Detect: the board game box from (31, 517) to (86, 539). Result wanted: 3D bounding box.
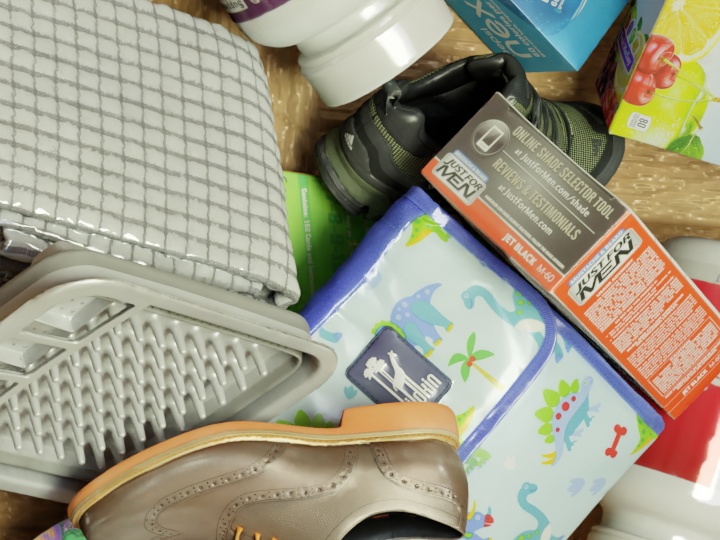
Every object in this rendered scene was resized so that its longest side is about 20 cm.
[{"bbox_3d":[-0.106,0.219,1.417,0.200,0.039,0.158,34,105,-8],"label":"board game box"}]

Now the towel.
[{"bbox_3d":[-0.136,-0.053,1.379,0.200,0.086,0.166,15,52,-31],"label":"towel"}]

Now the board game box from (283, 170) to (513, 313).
[{"bbox_3d":[0.000,0.000,1.531,0.200,0.030,0.096,8,90,-28],"label":"board game box"}]

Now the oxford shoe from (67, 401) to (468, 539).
[{"bbox_3d":[-0.044,0.117,1.370,0.200,0.071,0.073,-10,65,-5],"label":"oxford shoe"}]

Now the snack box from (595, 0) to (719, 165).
[{"bbox_3d":[0.246,-0.150,1.531,0.168,0.068,0.200,17,119,-13],"label":"snack box"}]

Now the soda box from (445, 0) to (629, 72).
[{"bbox_3d":[0.057,-0.197,1.526,0.200,0.068,0.064,44,72,-25],"label":"soda box"}]

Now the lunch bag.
[{"bbox_3d":[0.037,0.077,1.483,0.170,0.127,0.200,-49,119,-6],"label":"lunch bag"}]

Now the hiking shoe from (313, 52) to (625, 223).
[{"bbox_3d":[0.078,-0.073,1.514,0.200,0.101,0.076,-7,65,-36],"label":"hiking shoe"}]

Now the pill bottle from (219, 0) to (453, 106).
[{"bbox_3d":[-0.040,-0.188,1.434,0.112,0.112,0.200,-42,105,-21],"label":"pill bottle"}]

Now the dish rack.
[{"bbox_3d":[-0.128,0.048,1.327,0.200,0.172,0.044,19,44,-48],"label":"dish rack"}]

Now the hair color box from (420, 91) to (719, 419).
[{"bbox_3d":[0.122,-0.004,1.486,0.064,0.111,0.200,-46,146,0],"label":"hair color box"}]

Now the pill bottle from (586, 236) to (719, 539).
[{"bbox_3d":[0.197,0.090,1.603,0.112,0.112,0.200,22,82,-29],"label":"pill bottle"}]
